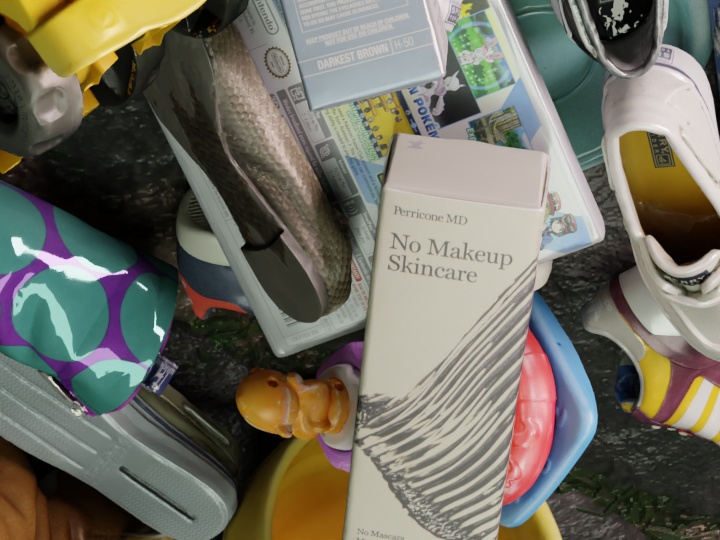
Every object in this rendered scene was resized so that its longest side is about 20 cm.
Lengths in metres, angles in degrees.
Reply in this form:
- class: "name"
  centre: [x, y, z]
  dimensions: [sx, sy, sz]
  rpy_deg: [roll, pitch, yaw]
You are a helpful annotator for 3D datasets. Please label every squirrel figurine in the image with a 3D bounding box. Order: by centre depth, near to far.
- class: "squirrel figurine"
  centre: [-0.194, 0.175, 1.235]
  dimensions: [0.186, 0.201, 0.142]
  rpy_deg: [17, 122, -41]

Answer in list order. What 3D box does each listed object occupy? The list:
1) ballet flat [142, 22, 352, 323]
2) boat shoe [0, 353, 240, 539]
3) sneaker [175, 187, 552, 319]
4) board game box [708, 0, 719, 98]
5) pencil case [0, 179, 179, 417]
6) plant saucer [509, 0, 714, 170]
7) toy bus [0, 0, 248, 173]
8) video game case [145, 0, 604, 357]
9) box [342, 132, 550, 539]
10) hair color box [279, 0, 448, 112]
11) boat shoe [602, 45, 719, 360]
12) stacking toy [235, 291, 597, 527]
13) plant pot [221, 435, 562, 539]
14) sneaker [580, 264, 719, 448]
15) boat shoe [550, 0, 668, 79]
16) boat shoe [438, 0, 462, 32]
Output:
- class: "ballet flat"
  centre: [-0.055, -0.068, 1.049]
  dimensions: [0.067, 0.046, 0.201]
  rpy_deg: [-8, 115, 54]
- class: "boat shoe"
  centre: [-0.149, 0.074, 1.226]
  dimensions: [0.200, 0.062, 0.072]
  rpy_deg: [42, 119, -18]
- class: "sneaker"
  centre: [0.000, 0.000, 1.175]
  dimensions: [0.198, 0.075, 0.085]
  rpy_deg: [7, 133, -2]
- class: "board game box"
  centre: [0.240, -0.137, 1.088]
  dimensions: [0.135, 0.035, 0.201]
  rpy_deg: [-19, 136, -2]
- class: "pencil case"
  centre: [-0.188, 0.002, 1.117]
  dimensions: [0.199, 0.085, 0.093]
  rpy_deg: [28, 85, -21]
- class: "plant saucer"
  centre: [0.086, -0.112, 1.105]
  dimensions: [0.198, 0.028, 0.201]
  rpy_deg: [-5, 135, -5]
- class: "toy bus"
  centre: [-0.162, -0.142, 0.925]
  dimensions: [0.193, 0.136, 0.200]
  rpy_deg: [57, 144, -6]
- class: "video game case"
  centre: [-0.001, -0.072, 1.074]
  dimensions: [0.181, 0.022, 0.201]
  rpy_deg: [-20, 110, 15]
- class: "box"
  centre: [0.040, 0.040, 1.072]
  dimensions: [0.081, 0.068, 0.201]
  rpy_deg: [7, 117, 4]
- class: "hair color box"
  centre: [-0.016, -0.175, 0.906]
  dimensions: [0.060, 0.099, 0.201]
  rpy_deg: [-13, 102, 6]
- class: "boat shoe"
  centre: [0.165, -0.016, 1.115]
  dimensions: [0.070, 0.070, 0.201]
  rpy_deg: [-5, 131, 21]
- class: "stacking toy"
  centre: [0.017, 0.073, 1.184]
  dimensions: [0.199, 0.117, 0.110]
  rpy_deg: [2, 138, -37]
- class: "plant pot"
  centre: [-0.007, 0.203, 1.304]
  dimensions: [0.199, 0.202, 0.189]
  rpy_deg: [14, 146, -23]
- class: "sneaker"
  centre: [0.197, 0.066, 1.276]
  dimensions: [0.090, 0.075, 0.200]
  rpy_deg: [-24, 125, 14]
- class: "boat shoe"
  centre: [0.105, -0.180, 0.989]
  dimensions: [0.073, 0.068, 0.201]
  rpy_deg: [-9, 122, -5]
- class: "boat shoe"
  centre: [-0.043, -0.168, 0.993]
  dimensions: [0.199, 0.071, 0.070]
  rpy_deg: [17, 95, 2]
